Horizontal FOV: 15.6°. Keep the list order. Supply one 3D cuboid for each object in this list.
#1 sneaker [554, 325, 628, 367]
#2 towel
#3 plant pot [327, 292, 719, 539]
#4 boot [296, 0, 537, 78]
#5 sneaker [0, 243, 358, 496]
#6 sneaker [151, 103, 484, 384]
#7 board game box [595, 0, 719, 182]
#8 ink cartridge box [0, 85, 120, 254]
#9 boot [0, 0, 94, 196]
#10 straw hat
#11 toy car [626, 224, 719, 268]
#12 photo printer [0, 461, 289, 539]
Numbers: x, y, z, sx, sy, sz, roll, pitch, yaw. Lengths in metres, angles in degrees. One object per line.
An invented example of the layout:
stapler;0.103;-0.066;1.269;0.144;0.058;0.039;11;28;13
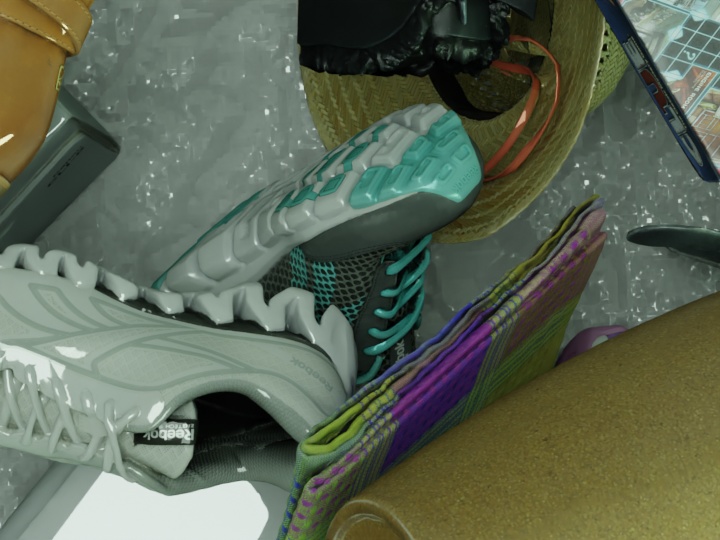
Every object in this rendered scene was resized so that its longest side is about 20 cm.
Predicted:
sneaker;0.123;0.121;1.066;0.088;0.080;0.201;-6;87;-7
towel;0.022;0.064;0.992;0.023;0.144;0.200;37;49;16
plant pot;0.095;0.102;0.905;0.200;0.186;0.187;-9;86;-28
boot;-0.006;-0.158;1.044;0.073;0.198;0.163;-3;95;-36
sneaker;-0.098;0.042;0.971;0.199;0.081;0.075;4;125;-7
sneaker;0.000;0.000;1.038;0.091;0.200;0.078;51;58;-8
board game box;0.178;-0.140;0.959;0.200;0.035;0.136;-31;93;-4
ink cartridge box;-0.221;-0.071;1.059;0.200;0.145;0.145;45;91;4
boot;-0.198;-0.100;0.957;0.200;0.074;0.155;30;84;0
straw hat;0.064;-0.105;1.070;0.085;0.201;0.202;4;86;-38
toy car;0.209;-0.027;1.033;0.199;0.164;0.158;-4;87;16
photo printer;-0.073;0.145;1.072;0.166;0.069;0.200;40;90;-2
